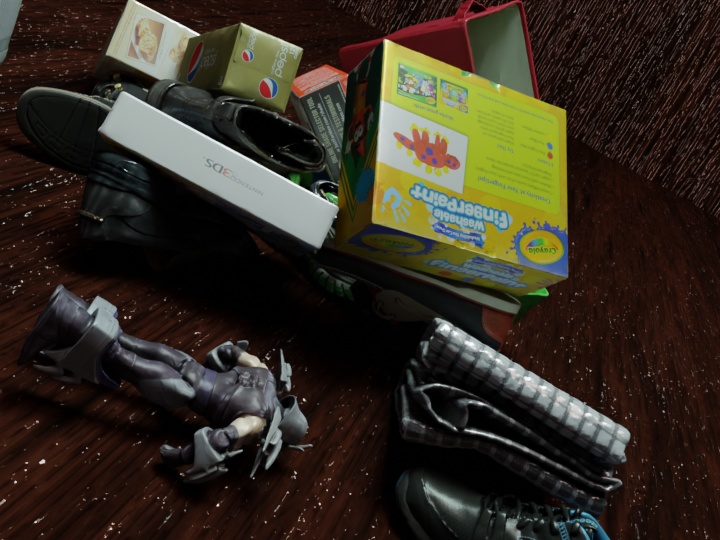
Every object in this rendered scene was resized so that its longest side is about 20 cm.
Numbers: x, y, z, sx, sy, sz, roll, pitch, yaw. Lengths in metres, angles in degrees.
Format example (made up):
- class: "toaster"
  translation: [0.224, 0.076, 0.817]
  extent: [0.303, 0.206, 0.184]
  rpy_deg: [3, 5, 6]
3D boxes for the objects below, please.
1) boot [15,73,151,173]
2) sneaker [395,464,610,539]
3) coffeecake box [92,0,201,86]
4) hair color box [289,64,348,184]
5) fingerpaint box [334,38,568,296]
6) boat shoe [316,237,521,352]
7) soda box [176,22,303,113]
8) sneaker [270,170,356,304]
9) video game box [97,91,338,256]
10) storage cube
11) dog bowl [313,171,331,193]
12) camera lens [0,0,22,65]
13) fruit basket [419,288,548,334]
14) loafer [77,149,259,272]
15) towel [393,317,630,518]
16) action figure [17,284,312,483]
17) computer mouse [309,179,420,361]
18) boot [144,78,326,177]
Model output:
- class: "boot"
  translation: [-0.263, -0.159, 0.915]
  extent: [0.199, 0.074, 0.151]
  rpy_deg: [13, 25, -31]
- class: "sneaker"
  translation: [0.119, 0.183, 0.594]
  extent: [0.199, 0.082, 0.073]
  rpy_deg: [30, 24, 10]
- class: "coffeecake box"
  translation: [-0.207, -0.231, 1.043]
  extent: [0.199, 0.074, 0.153]
  rpy_deg: [24, -6, -22]
- class: "hair color box"
  translation: [-0.034, -0.170, 0.983]
  extent: [0.200, 0.061, 0.102]
  rpy_deg: [-118, -176, -71]
- class: "fingerpaint box"
  translation: [0.083, -0.083, 0.761]
  extent: [0.198, 0.073, 0.169]
  rpy_deg: [13, 69, -26]
- class: "boat shoe"
  translation: [0.048, 0.024, 0.794]
  extent: [0.198, 0.063, 0.071]
  rpy_deg: [20, 13, -10]
- class: "soda box"
  translation: [-0.129, -0.201, 0.883]
  extent: [0.067, 0.065, 0.200]
  rpy_deg: [17, 2, -26]
- class: "sneaker"
  translation: [-0.024, -0.032, 0.902]
  extent: [0.199, 0.086, 0.078]
  rpy_deg: [37, 23, 20]
- class: "video game box"
  translation: [-0.125, -0.077, 0.780]
  extent: [0.199, 0.047, 0.182]
  rpy_deg: [28, -3, -8]
- class: "storage cube"
  translation: [0.105, -0.220, 1.081]
  extent: [0.178, 0.202, 0.171]
  rpy_deg: [-3, 20, 35]
- class: "dog bowl"
  translation: [-0.030, -0.098, 1.090]
  extent: [0.111, 0.050, 0.200]
  rpy_deg: [6, 31, -43]
- class: "camera lens"
  translation: [-0.409, -0.281, 0.837]
  extent: [0.159, 0.201, 0.160]
  rpy_deg: [23, 22, -10]
- class: "fruit basket"
  translation: [0.099, -0.042, 0.916]
  extent: [0.155, 0.217, 0.216]
  rpy_deg: [4, 32, -46]
- class: "loafer"
  translation: [-0.167, -0.034, 0.762]
  extent: [0.072, 0.073, 0.200]
  rpy_deg: [20, -7, 39]
- class: "towel"
  translation: [0.109, 0.114, 0.681]
  extent: [0.165, 0.086, 0.200]
  rpy_deg: [30, -1, 2]
- class: "action figure"
  translation: [-0.119, 0.075, 0.579]
  extent: [0.199, 0.070, 0.130]
  rpy_deg: [27, 14, -13]
- class: "computer mouse"
  translation: [0.000, 0.000, 0.846]
  extent: [0.058, 0.034, 0.201]
  rpy_deg: [-16, 70, -26]
- class: "boot"
  translation: [-0.092, -0.116, 0.809]
  extent: [0.173, 0.070, 0.199]
  rpy_deg: [21, 2, 43]
